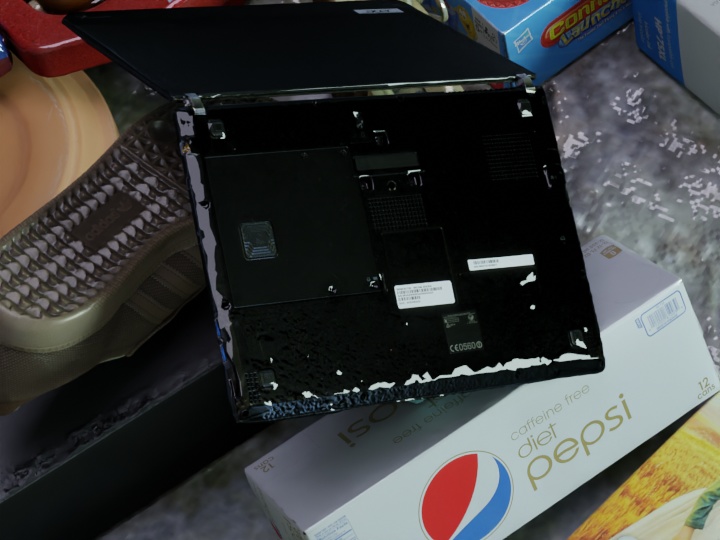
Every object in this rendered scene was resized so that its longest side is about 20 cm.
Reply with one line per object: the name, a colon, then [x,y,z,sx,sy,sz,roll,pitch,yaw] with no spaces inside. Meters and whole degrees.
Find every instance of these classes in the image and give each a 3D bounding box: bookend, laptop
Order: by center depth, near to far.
laptop: [-0.013,-0.034,0.954,0.176,0.103,0.201,-7,79,-30]
bookend: [-0.155,0.016,1.029,0.198,0.092,0.200,-33,66,-14]

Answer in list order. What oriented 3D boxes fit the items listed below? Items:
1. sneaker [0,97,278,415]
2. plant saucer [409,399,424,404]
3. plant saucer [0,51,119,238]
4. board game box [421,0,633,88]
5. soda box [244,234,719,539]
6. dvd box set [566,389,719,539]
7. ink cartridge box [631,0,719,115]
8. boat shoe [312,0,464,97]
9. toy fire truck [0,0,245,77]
sneaker: [-0.095,-0.010,0.954,0.070,0.076,0.200,43,47,16]
plant saucer: [0.000,0.000,1.035,0.070,0.019,0.200,-36,36,-10]
plant saucer: [-0.219,-0.044,1.137,0.199,0.032,0.201,-5,55,7]
board game box: [0.090,-0.213,1.184,0.195,0.056,0.200,-36,58,-15]
soda box: [0.054,0.068,0.984,0.200,0.064,0.068,-32,30,-13]
dvd box set: [0.199,0.106,0.967,0.200,0.029,0.146,-41,60,-17]
ink cartridge box: [0.234,-0.105,1.074,0.116,0.067,0.200,-34,54,-13]
boat shoe: [0.025,-0.087,1.107,0.062,0.073,0.201,-16,66,-9]
toy fire truck: [-0.160,-0.172,1.165,0.168,0.112,0.200,-38,58,-12]
